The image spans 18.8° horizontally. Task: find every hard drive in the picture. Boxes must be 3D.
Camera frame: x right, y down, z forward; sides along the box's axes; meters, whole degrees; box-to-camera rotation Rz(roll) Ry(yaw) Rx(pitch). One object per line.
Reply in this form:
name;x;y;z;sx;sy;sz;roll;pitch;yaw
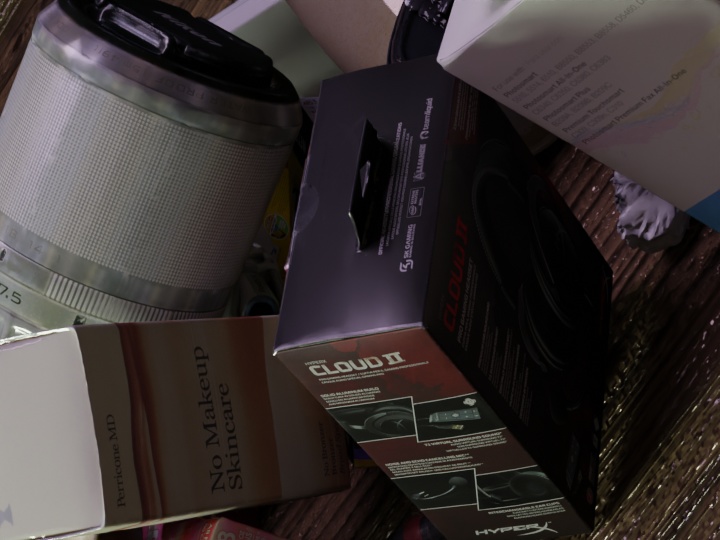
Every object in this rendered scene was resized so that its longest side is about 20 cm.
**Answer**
hard drive;-0.036;-0.148;1.418;0.200;0.132;0.027;-33;59;-1

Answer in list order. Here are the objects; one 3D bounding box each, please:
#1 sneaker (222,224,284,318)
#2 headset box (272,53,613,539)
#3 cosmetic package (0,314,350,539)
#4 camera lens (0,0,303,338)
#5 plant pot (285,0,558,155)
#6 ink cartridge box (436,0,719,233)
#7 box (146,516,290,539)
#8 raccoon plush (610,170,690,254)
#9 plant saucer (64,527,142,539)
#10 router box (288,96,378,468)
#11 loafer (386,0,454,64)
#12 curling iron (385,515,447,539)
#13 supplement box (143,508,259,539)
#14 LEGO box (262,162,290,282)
sneaker;-0.070;0.014;1.322;0.087;0.074;0.201;113;145;-54
headset box;0.039;0.011;0.975;0.077;0.200;0.149;-10;51;26
cosmetic package;-0.101;0.078;1.112;0.087;0.200;0.104;-13;85;35
camera lens;-0.134;-0.046;1.232;0.160;0.159;0.201;-119;51;-68
plant pot;0.054;-0.156;1.268;0.187;0.187;0.200;-51;38;27
ink cartridge box;0.138;-0.127;0.938;0.125;0.200;0.129;-35;32;52
box;-0.077;0.237;1.119;0.103;0.094;0.201;-17;55;62
raccoon plush;0.136;-0.101;1.114;0.096;0.134;0.201;-1;83;22
plant saucer;-0.159;0.206;1.185;0.200;0.034;0.201;-161;90;-79
router box;0.000;0.000;1.228;0.200;0.052;0.158;-123;30;-69
loafer;0.076;-0.175;1.153;0.200;0.072;0.063;-53;-19;-24
curling iron;0.036;0.132;1.115;0.200;0.026;0.050;-47;10;42
supplement box;-0.119;0.215;1.296;0.110;0.085;0.200;-55;20;20
LEGO box;-0.080;0.034;1.457;0.149;0.077;0.201;-36;32;51
